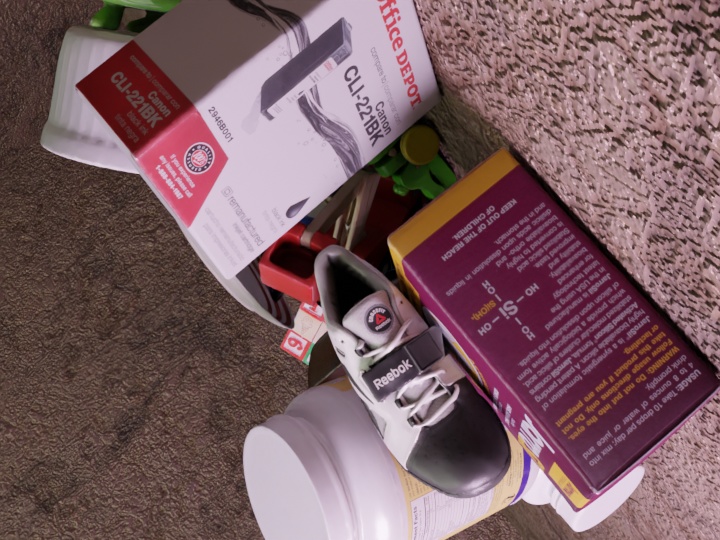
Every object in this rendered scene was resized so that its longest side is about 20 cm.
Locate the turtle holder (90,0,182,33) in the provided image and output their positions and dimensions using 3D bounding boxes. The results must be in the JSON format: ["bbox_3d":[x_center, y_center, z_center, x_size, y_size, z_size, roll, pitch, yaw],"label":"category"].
[{"bbox_3d":[-0.122,-0.247,0.751,0.140,0.134,0.184,17,-164,36],"label":"turtle holder"}]

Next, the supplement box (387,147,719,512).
[{"bbox_3d":[0.118,0.043,0.625,0.201,0.103,0.131,50,173,20],"label":"supplement box"}]

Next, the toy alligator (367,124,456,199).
[{"bbox_3d":[0.034,-0.089,0.756,0.201,0.054,0.059,55,174,-20],"label":"toy alligator"}]

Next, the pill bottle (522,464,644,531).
[{"bbox_3d":[0.148,0.122,0.825,0.200,0.109,0.110,49,173,33],"label":"pill bottle"}]

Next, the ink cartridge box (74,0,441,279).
[{"bbox_3d":[-0.055,-0.115,0.614,0.084,0.200,0.145,44,171,32],"label":"ink cartridge box"}]

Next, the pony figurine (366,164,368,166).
[{"bbox_3d":[-0.052,-0.119,0.923,0.194,0.164,0.201,72,176,-50],"label":"pony figurine"}]

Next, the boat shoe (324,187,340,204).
[{"bbox_3d":[-0.024,-0.102,1.049,0.201,0.075,0.074,51,177,24],"label":"boat shoe"}]

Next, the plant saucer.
[{"bbox_3d":[0.030,0.036,0.811,0.035,0.199,0.200,54,174,8],"label":"plant saucer"}]

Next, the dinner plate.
[{"bbox_3d":[-0.127,-0.023,0.877,0.201,0.024,0.200,54,-175,-6],"label":"dinner plate"}]

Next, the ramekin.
[{"bbox_3d":[-0.158,-0.141,0.790,0.200,0.198,0.099,-140,58,-66],"label":"ramekin"}]

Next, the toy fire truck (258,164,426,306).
[{"bbox_3d":[-0.005,-0.038,0.789,0.048,0.201,0.142,22,152,18],"label":"toy fire truck"}]

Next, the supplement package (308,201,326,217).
[{"bbox_3d":[-0.084,-0.129,1.164,0.200,0.113,0.110,50,174,20],"label":"supplement package"}]

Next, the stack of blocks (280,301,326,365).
[{"bbox_3d":[-0.007,0.012,1.069,0.058,0.116,0.200,30,-149,5],"label":"stack of blocks"}]

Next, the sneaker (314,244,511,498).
[{"bbox_3d":[0.022,0.062,0.630,0.200,0.074,0.089,50,175,36],"label":"sneaker"}]

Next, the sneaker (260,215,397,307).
[{"bbox_3d":[0.000,0.000,0.903,0.070,0.197,0.079,127,141,-55],"label":"sneaker"}]

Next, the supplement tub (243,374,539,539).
[{"bbox_3d":[0.025,0.143,0.732,0.145,0.198,0.147,32,131,47],"label":"supplement tub"}]
